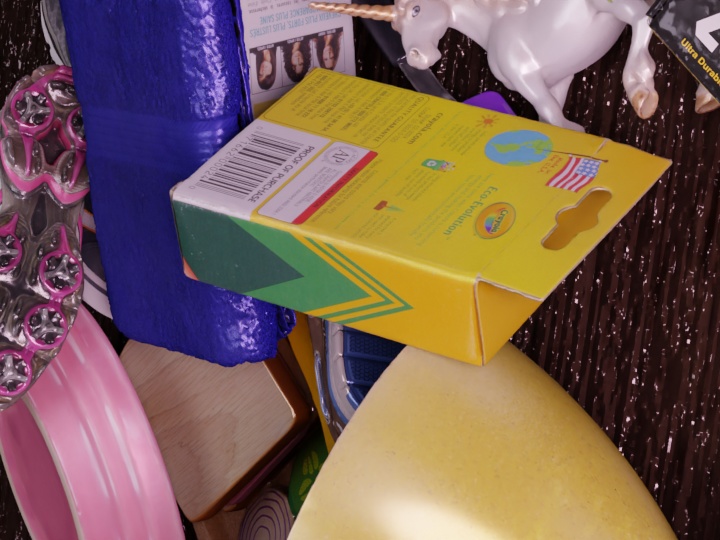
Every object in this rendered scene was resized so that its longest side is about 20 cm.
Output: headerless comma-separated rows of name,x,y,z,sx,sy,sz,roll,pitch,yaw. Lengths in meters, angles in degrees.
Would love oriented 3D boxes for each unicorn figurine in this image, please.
unicorn figurine,0.094,-0.111,1.264,0.199,0.074,0.138,-30,68,22

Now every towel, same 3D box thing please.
towel,-0.092,-0.058,1.330,0.147,0.049,0.201,14,114,56

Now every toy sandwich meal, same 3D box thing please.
toy sandwich meal,-0.050,0.092,1.396,0.204,0.070,0.207,-2,88,45

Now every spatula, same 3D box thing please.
spatula,0.030,-0.102,1.348,0.056,0.021,0.200,-30,53,-3

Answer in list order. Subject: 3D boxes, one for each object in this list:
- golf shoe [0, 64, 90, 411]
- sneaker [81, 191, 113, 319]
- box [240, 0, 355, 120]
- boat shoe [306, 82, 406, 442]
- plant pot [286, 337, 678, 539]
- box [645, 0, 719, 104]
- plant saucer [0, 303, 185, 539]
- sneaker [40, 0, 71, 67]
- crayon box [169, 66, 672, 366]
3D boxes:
golf shoe,-0.185,-0.007,1.411,0.092,0.072,0.201,139,149,-62
sneaker,-0.156,-0.045,1.504,0.200,0.078,0.080,39,108,42
box,-0.048,-0.106,1.358,0.049,0.082,0.201,15,114,46
boat shoe,0.000,0.000,1.330,0.072,0.072,0.201,129,151,-55
plant pot,0.064,0.140,1.218,0.141,0.200,0.201,27,110,17
box,0.236,-0.094,1.096,0.200,0.049,0.160,50,126,17
plant saucer,-0.156,0.112,1.453,0.201,0.051,0.201,54,156,38
sneaker,-0.116,-0.120,1.442,0.200,0.073,0.088,52,160,35
crayon box,0.029,-0.025,1.212,0.199,0.127,0.051,16,131,31
